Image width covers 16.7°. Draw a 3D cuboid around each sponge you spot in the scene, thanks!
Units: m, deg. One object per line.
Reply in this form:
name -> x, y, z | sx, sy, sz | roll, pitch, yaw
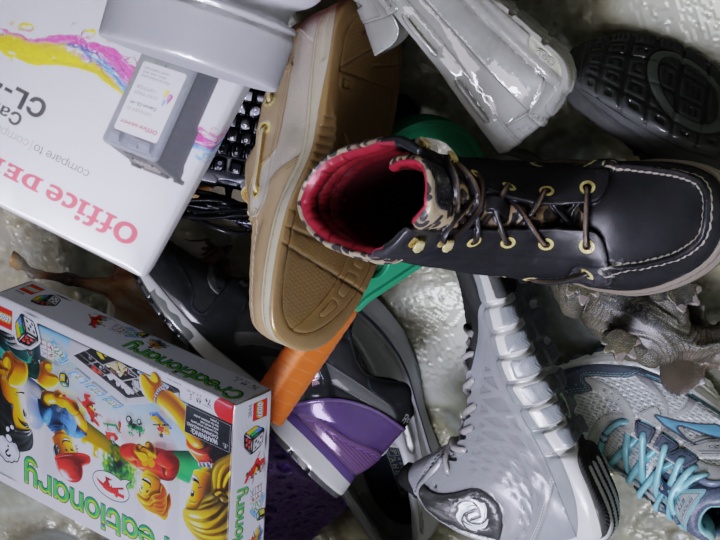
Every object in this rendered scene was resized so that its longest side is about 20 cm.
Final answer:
sponge -> -0.114, 0.129, 1.567 | 0.200, 0.030, 0.112 | 25, 132, -25

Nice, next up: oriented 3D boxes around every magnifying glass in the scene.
magnifying glass -> 0.000, 0.000, 1.402 | 0.080, 0.022, 0.200 | 33, 90, -30

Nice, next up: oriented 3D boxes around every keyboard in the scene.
keyboard -> -0.072, -0.067, 1.400 | 0.200, 0.040, 0.104 | 11, 104, -1

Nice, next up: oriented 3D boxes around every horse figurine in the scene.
horse figurine -> -0.158, 0.033, 1.532 | 0.132, 0.050, 0.200 | 18, 127, -1

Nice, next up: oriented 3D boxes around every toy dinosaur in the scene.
toy dinosaur -> 0.140, 0.011, 1.399 | 0.200, 0.077, 0.102 | 35, 173, 9

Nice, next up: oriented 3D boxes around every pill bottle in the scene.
pill bottle -> -0.056, -0.198, 1.229 | 0.114, 0.114, 0.200 | 18, 90, 5

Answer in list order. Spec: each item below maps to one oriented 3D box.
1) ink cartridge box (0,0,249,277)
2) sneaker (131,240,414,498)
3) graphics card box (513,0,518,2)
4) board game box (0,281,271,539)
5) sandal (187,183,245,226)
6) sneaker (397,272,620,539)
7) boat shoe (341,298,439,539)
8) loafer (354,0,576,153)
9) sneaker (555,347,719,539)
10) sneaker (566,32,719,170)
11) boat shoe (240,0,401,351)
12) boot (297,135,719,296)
ink cartridge box -> -0.132, -0.118, 1.339 | 0.148, 0.086, 0.200 | 27, 97, -4
sneaker -> -0.052, 0.033, 1.449 | 0.088, 0.076, 0.200 | -44, 100, -2
graphics card box -> 0.103, -0.242, 1.244 | 0.125, 0.051, 0.200 | 41, 129, -14
board game box -> -0.137, 0.097, 1.440 | 0.200, 0.035, 0.126 | 22, 119, 36
sandal -> -0.133, -0.060, 1.454 | 0.200, 0.054, 0.080 | 10, 128, 11
sneaker -> 0.064, 0.081, 1.433 | 0.115, 0.075, 0.200 | -23, 85, 18
boat shoe -> 0.004, 0.093, 1.515 | 0.074, 0.065, 0.200 | -14, 120, 27
loafer -> 0.025, -0.145, 1.306 | 0.200, 0.070, 0.070 | 43, 103, 7
sneaker -> 0.194, 0.111, 1.452 | 0.200, 0.086, 0.078 | 18, 129, 6
sneaker -> 0.190, -0.055, 1.343 | 0.200, 0.076, 0.091 | 30, 136, -2
boat shoe -> -0.029, -0.051, 1.357 | 0.074, 0.200, 0.069 | 26, 160, -38
boot -> 0.080, -0.031, 1.280 | 0.200, 0.151, 0.073 | 4, 87, 45
